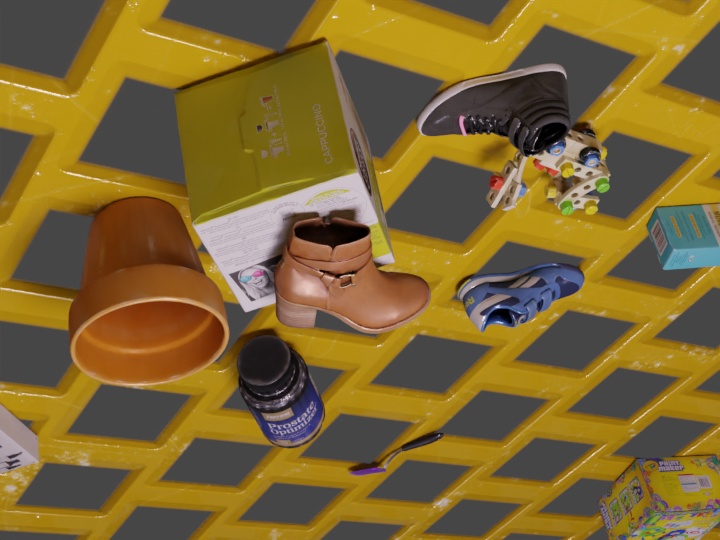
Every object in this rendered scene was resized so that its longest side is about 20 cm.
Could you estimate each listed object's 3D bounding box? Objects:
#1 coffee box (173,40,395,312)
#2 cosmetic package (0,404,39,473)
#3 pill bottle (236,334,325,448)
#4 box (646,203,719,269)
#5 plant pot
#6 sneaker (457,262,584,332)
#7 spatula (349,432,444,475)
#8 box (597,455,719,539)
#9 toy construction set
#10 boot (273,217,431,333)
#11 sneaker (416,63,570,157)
[{"bbox_3d":[-0.088,-0.109,1.556,0.197,0.202,0.199,-17,146,6],"label":"coffee box"},{"bbox_3d":[-0.575,0.247,2.025,0.081,0.051,0.201,-19,146,6],"label":"cosmetic package"},{"bbox_3d":[-0.126,0.185,2.044,0.110,0.113,0.201,-16,146,3],"label":"pill bottle"},{"bbox_3d":[0.534,-0.053,1.966,0.197,0.083,0.049,-4,145,-14],"label":"box"},{"bbox_3d":[-0.277,0.017,1.683,0.197,0.185,0.201,-9,147,-6],"label":"plant pot"},{"bbox_3d":[0.250,0.045,2.005,0.197,0.083,0.074,-12,145,-6],"label":"sneaker"},{"bbox_3d":[0.067,0.339,2.411,0.198,0.021,0.056,-31,155,19],"label":"spatula"},{"bbox_3d":[0.631,0.486,2.736,0.197,0.123,0.194,1,143,-22],"label":"box"},{"bbox_3d":[0.253,-0.133,1.755,0.198,0.093,0.131,1,145,-39],"label":"toy construction set"},{"bbox_3d":[0.000,0.000,1.505,0.197,0.074,0.156,-7,142,-17],"label":"boot"},{"bbox_3d":[0.170,-0.184,1.634,0.197,0.100,0.071,-16,148,6],"label":"sneaker"}]
